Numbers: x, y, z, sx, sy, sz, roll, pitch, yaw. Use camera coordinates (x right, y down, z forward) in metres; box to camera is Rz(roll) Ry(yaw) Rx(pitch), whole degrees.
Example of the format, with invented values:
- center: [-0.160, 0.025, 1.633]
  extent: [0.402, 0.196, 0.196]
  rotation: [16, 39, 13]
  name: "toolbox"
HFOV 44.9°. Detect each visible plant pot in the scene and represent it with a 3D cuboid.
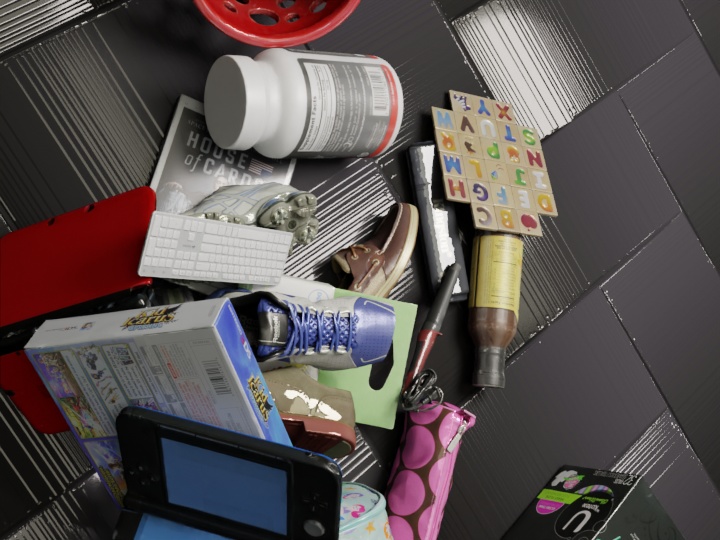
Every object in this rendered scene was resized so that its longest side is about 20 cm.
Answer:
- center: [-0.099, -0.367, 0.914]
  extent: [0.198, 0.201, 0.183]
  rotation: [4, 44, -24]
  name: "plant pot"

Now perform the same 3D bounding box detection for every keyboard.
- center: [-0.129, -0.018, 0.816]
  extent: [0.199, 0.011, 0.057]
  rotation: [6, 107, -59]
  name: "keyboard"

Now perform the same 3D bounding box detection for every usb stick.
- center: [0.094, -0.060, 1.067]
  extent: [0.055, 0.033, 0.202]
  rotation: [-8, 86, -26]
  name: "usb stick"

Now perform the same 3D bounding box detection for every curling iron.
- center: [0.087, 0.075, 0.994]
  extent: [0.026, 0.049, 0.201]
  rotation: [60, 39, -44]
  name: "curling iron"

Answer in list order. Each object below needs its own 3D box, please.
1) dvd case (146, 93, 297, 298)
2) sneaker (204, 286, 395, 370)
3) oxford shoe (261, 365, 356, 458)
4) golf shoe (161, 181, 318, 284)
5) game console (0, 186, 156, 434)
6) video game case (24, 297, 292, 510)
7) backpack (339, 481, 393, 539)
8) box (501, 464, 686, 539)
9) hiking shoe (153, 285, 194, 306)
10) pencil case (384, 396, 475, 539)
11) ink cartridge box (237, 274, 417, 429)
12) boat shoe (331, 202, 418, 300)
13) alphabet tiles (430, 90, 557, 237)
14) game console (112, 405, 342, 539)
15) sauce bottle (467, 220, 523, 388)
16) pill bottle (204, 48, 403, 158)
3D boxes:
- center: [-0.160, -0.073, 0.956]
  extent: [0.149, 0.025, 0.202]
  rotation: [21, 75, -22]
  name: "dvd case"
- center: [-0.062, 0.062, 0.849]
  extent: [0.197, 0.115, 0.082]
  rotation: [6, 91, -7]
  name: "sneaker"
- center: [-0.097, 0.129, 0.869]
  extent: [0.198, 0.070, 0.075]
  rotation: [22, 47, -20]
  name: "oxford shoe"
- center: [-0.144, -0.046, 0.904]
  extent: [0.198, 0.097, 0.079]
  rotation: [-14, 125, -32]
  name: "golf shoe"
- center: [-0.252, 0.043, 0.828]
  extent: [0.173, 0.198, 0.119]
  rotation: [63, 24, -28]
  name: "game console"
- center: [-0.167, 0.123, 0.764]
  extent: [0.046, 0.179, 0.201]
  rotation: [-74, 151, -55]
  name: "video game case"
- center: [-0.067, 0.270, 0.864]
  extent: [0.198, 0.177, 0.152]
  rotation: [-9, 88, -18]
  name: "backpack"
- center: [0.257, 0.346, 1.020]
  extent: [0.200, 0.148, 0.125]
  rotation: [-42, 101, -23]
  name: "box"
- center: [-0.217, 0.116, 0.886]
  extent: [0.099, 0.076, 0.202]
  rotation: [1, 79, -8]
  name: "hiking shoe"
- center: [0.072, 0.247, 0.978]
  extent: [0.090, 0.093, 0.202]
  rotation: [23, 75, -39]
  name: "pencil case"
- center: [-0.044, 0.087, 0.933]
  extent: [0.198, 0.048, 0.147]
  rotation: [12, 90, -5]
  name: "ink cartridge box"
- center: [0.000, 0.000, 0.996]
  extent: [0.072, 0.072, 0.201]
  rotation: [32, 77, -18]
  name: "boat shoe"
- center: [0.167, -0.135, 1.089]
  extent: [0.165, 0.006, 0.202]
  rotation: [7, 61, -26]
  name: "alphabet tiles"
- center: [-0.125, 0.227, 0.715]
  extent: [0.198, 0.172, 0.119]
  rotation: [12, 39, 10]
  name: "game console"
- center: [0.163, 0.042, 1.069]
  extent: [0.064, 0.065, 0.202]
  rotation: [11, 80, -23]
  name: "sauce bottle"
- center: [-0.061, -0.181, 0.949]
  extent: [0.198, 0.115, 0.117]
  rotation: [-6, 85, -36]
  name: "pill bottle"
